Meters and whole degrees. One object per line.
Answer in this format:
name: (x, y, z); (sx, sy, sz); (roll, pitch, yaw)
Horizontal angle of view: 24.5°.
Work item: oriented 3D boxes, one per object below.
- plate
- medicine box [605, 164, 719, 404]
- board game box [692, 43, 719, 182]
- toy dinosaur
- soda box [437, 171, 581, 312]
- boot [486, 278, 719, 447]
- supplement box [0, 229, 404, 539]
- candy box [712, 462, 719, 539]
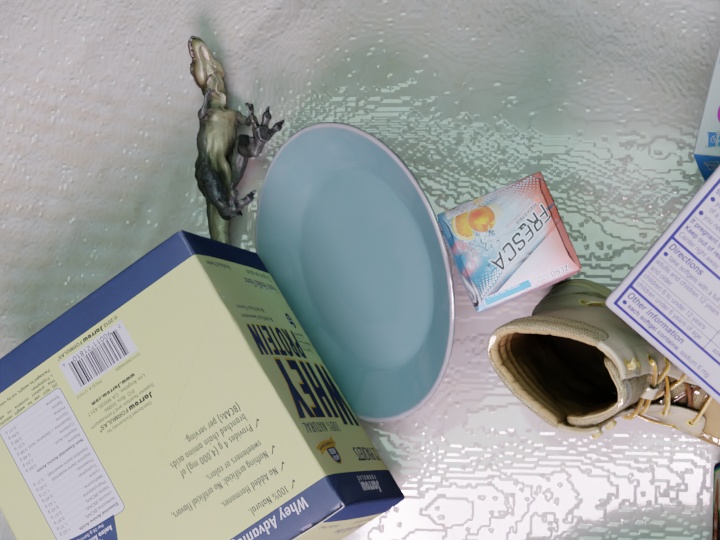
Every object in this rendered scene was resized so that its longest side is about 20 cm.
plate: (0.000, 0.000, 1.085); (0.026, 0.200, 0.200); (-17, 72, -37)
medicine box: (0.279, -0.003, 0.952); (0.182, 0.103, 0.200); (42, 124, 10)
board game box: (0.329, -0.138, 1.036); (0.196, 0.056, 0.200); (8, 71, 27)
toy dinosaur: (-0.094, -0.068, 1.148); (0.047, 0.088, 0.200); (7, 81, -28)
soda box: (0.093, -0.014, 1.036); (0.068, 0.200, 0.064); (-23, 86, 5)
boot: (0.184, 0.073, 1.024); (0.200, 0.155, 0.073); (29, 107, 16)
supplement box: (-0.118, 0.116, 1.068); (0.200, 0.134, 0.200); (-35, 76, 12)
candy box: (0.303, 0.220, 1.021); (0.169, 0.077, 0.200); (1, 79, 9)
